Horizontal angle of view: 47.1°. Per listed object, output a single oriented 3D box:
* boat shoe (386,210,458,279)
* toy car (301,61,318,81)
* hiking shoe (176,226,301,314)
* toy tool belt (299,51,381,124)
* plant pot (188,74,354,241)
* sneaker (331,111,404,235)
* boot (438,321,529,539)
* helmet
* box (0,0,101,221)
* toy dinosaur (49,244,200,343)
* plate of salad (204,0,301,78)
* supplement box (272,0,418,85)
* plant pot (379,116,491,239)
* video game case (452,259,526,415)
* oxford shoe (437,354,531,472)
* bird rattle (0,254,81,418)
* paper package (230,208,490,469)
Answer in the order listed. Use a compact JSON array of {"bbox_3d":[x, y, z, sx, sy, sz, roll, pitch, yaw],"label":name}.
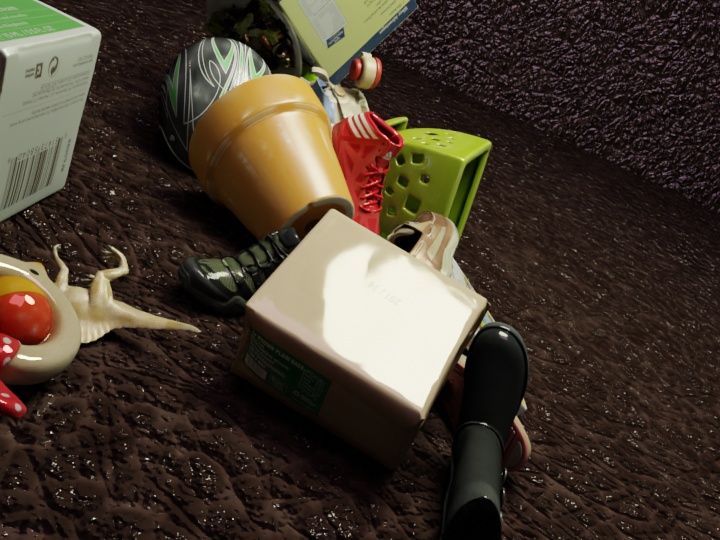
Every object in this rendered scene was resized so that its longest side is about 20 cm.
[{"bbox_3d":[0.069,-0.028,0.979,0.071,0.076,0.201,39,22,-14],"label":"boat shoe"},{"bbox_3d":[-0.083,-0.249,1.442,0.198,0.166,0.158,20,19,-48],"label":"toy car"},{"bbox_3d":[-0.112,-0.009,0.934,0.197,0.102,0.076,5,28,-42],"label":"hiking shoe"},{"bbox_3d":[-0.054,-0.242,1.267,0.120,0.203,0.126,7,36,-25],"label":"toy tool belt"},{"bbox_3d":[-0.103,-0.120,1.098,0.198,0.201,0.185,-1,50,-48],"label":"plant pot"},{"bbox_3d":[0.013,-0.127,1.168,0.078,0.114,0.205,-12,85,-51],"label":"sneaker"},{"bbox_3d":[0.107,0.158,0.739,0.064,0.169,0.200,9,19,13],"label":"boot"},{"bbox_3d":[-0.214,-0.246,1.250,0.196,0.205,0.190,16,7,-23],"label":"helmet"},{"bbox_3d":[-0.403,-0.179,0.851,0.168,0.204,0.200,23,23,1],"label":"box"},{"bbox_3d":[-0.250,0.031,0.779,0.195,0.059,0.103,11,40,-16],"label":"toy dinosaur"},{"bbox_3d":[-0.175,-0.361,1.304,0.198,0.202,0.048,33,57,17],"label":"plate of salad"},{"bbox_3d":[-0.048,-0.452,1.319,0.134,0.199,0.200,46,-3,43],"label":"supplement box"},{"bbox_3d":[0.077,-0.127,1.292,0.178,0.203,0.200,23,22,13],"label":"plant pot"},{"bbox_3d":[0.141,0.061,1.049,0.183,0.023,0.201,54,13,-20],"label":"video game case"},{"bbox_3d":[0.132,0.142,0.918,0.074,0.071,0.201,13,26,-41],"label":"oxford shoe"},{"bbox_3d":[-0.288,0.034,0.639,0.200,0.114,0.161,42,21,30],"label":"bird rattle"},{"bbox_3d":[0.001,0.064,0.826,0.197,0.105,0.191,30,43,9],"label":"paper package"}]
